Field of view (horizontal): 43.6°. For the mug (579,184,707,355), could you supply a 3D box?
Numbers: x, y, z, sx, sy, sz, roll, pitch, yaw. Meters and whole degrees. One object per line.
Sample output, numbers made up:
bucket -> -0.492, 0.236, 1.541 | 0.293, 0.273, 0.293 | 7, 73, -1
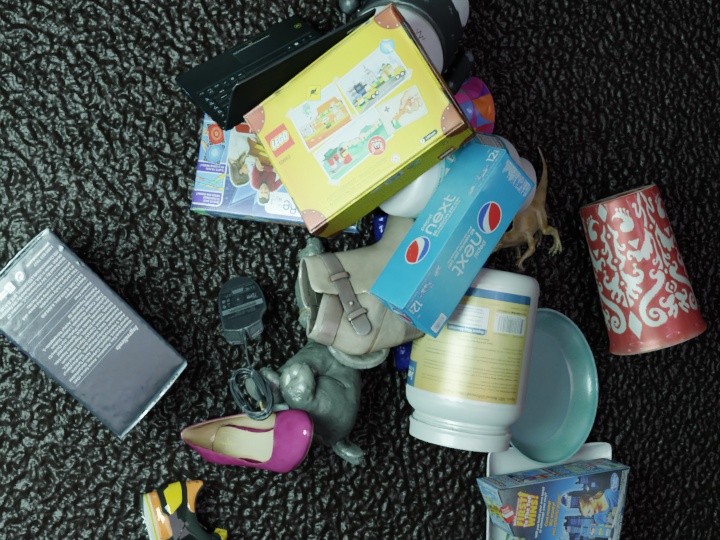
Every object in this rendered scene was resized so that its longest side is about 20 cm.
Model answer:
mug -> 0.380, -0.006, 1.239 | 0.131, 0.177, 0.204 | -17, 93, 17

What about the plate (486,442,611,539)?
plate -> 0.250, 0.336, 1.221 | 0.196, 0.032, 0.205 | 1, 91, -21

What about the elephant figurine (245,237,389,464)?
elephant figurine -> -0.033, 0.089, 1.068 | 0.202, 0.139, 0.156 | -56, 137, -28

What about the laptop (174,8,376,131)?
laptop -> -0.100, -0.243, 0.984 | 0.175, 0.200, 0.104 | -31, 140, -17

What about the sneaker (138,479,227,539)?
sneaker -> -0.187, 0.340, 1.033 | 0.088, 0.070, 0.204 | -18, 95, -16

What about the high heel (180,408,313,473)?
high heel -> -0.126, 0.185, 0.989 | 0.094, 0.199, 0.069 | 16, 63, -26

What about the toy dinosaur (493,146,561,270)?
toy dinosaur -> 0.227, -0.069, 1.180 | 0.201, 0.057, 0.102 | -53, 127, -32

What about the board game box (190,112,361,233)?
board game box -> -0.089, -0.123, 1.035 | 0.195, 0.034, 0.139 | 8, 85, 8

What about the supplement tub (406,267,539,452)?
supplement tub -> 0.130, 0.100, 1.065 | 0.142, 0.144, 0.205 | 9, 89, -20

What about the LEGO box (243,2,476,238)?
LEGO box -> -0.001, -0.153, 0.952 | 0.198, 0.077, 0.151 | -33, 78, 13

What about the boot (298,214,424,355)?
boot -> 0.000, 0.000, 1.034 | 0.143, 0.070, 0.204 | 6, 59, -20

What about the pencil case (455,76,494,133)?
pencil case -> 0.070, -0.181, 1.122 | 0.196, 0.088, 0.090 | -16, 96, -20

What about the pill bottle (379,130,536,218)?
pill bottle -> 0.116, -0.112, 1.067 | 0.197, 0.110, 0.114 | 5, 89, -35

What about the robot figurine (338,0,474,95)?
robot figurine -> 0.058, -0.289, 1.078 | 0.126, 0.147, 0.202 | 80, 28, -45

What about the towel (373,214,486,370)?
towel -> 0.095, 0.016, 1.154 | 0.144, 0.049, 0.205 | -10, 94, -14

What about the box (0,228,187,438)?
box -> -0.294, 0.062, 0.948 | 0.200, 0.148, 0.105 | 46, 76, -14

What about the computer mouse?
computer mouse -> -0.125, 0.087, 1.015 | 0.057, 0.203, 0.034 | -15, 139, 1

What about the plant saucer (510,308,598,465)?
plant saucer -> 0.237, 0.154, 1.194 | 0.196, 0.036, 0.205 | 6, 80, -34

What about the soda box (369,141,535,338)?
soda box -> 0.099, -0.035, 0.969 | 0.064, 0.067, 0.202 | 39, 81, -35

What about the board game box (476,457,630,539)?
board game box -> 0.239, 0.339, 1.168 | 0.196, 0.062, 0.205 | 11, 87, -19
